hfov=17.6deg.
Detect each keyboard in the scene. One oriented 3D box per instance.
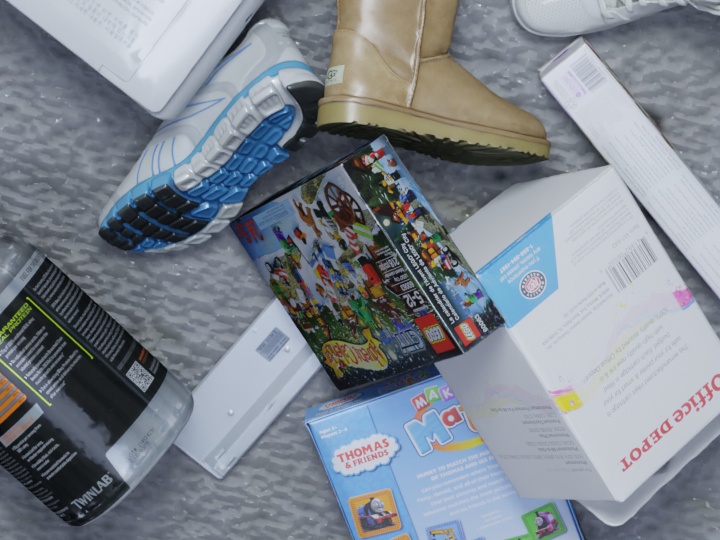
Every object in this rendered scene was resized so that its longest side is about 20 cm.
[{"bbox_3d":[-0.054,0.055,1.584,0.056,0.011,0.200,41,101,-4],"label":"keyboard"}]

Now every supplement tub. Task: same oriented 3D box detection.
[{"bbox_3d":[-0.218,0.063,1.529,0.123,0.123,0.200,-44,100,11],"label":"supplement tub"}]

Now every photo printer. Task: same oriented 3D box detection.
[{"bbox_3d":[-0.124,-0.220,1.445,0.166,0.069,0.200,37,105,-1],"label":"photo printer"}]

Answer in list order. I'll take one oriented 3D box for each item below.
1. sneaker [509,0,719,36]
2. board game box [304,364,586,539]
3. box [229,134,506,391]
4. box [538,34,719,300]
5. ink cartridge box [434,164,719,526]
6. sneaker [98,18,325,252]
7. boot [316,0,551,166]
[{"bbox_3d":[0.190,-0.191,1.461,0.200,0.116,0.074,-18,106,8],"label":"sneaker"},{"bbox_3d":[0.067,0.164,1.595,0.151,0.037,0.200,-20,104,5],"label":"board game box"},{"bbox_3d":[0.000,0.000,1.468,0.038,0.200,0.137,-35,95,-24],"label":"box"},{"bbox_3d":[0.193,-0.067,1.532,0.041,0.039,0.200,-39,101,11],"label":"box"},{"bbox_3d":[0.138,0.054,1.497,0.129,0.125,0.200,-37,103,-24],"label":"ink cartridge box"},{"bbox_3d":[-0.101,-0.088,1.522,0.200,0.087,0.075,-39,142,27],"label":"sneaker"},{"bbox_3d":[0.056,-0.175,1.475,0.175,0.066,0.200,11,81,-33],"label":"boot"}]
